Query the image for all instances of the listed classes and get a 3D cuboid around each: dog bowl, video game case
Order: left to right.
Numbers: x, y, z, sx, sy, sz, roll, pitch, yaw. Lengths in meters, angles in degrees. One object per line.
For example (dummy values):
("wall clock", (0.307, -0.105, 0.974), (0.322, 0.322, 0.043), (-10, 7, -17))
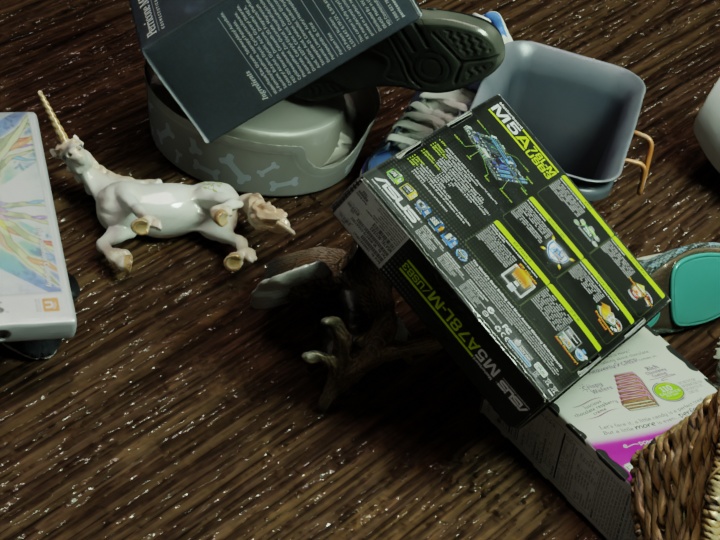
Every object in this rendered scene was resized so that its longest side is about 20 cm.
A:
("video game case", (-0.300, -0.031, 1.580), (0.181, 0.022, 0.201), (-3, 50, -18))
("dog bowl", (-0.084, -0.131, 1.888), (0.198, 0.059, 0.201), (9, 33, -6))

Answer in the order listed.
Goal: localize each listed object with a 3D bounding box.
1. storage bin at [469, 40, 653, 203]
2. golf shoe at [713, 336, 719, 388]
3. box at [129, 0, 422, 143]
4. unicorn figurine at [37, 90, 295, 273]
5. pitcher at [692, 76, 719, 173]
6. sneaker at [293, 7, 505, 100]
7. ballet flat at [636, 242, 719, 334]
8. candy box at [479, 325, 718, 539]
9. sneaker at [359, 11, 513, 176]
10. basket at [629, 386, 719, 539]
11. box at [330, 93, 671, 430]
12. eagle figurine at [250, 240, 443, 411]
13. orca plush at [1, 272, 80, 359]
("storage bin", (0.150, -0.070, 1.804), (0.144, 0.135, 0.200), (16, 33, 6))
("golf shoe", (0.346, 0.052, 1.719), (0.097, 0.079, 0.199), (17, 29, 42))
("box", (-0.073, -0.221, 1.787), (0.199, 0.107, 0.149), (-31, 37, 8))
("unicorn figurine", (-0.158, -0.051, 1.741), (0.198, 0.074, 0.138), (17, 20, -20))
("pitcher", (0.375, -0.086, 1.940), (0.199, 0.122, 0.172), (34, 52, 13))
("sneaker", (0.035, -0.196, 1.835), (0.198, 0.077, 0.115), (-4, 39, 35))
("ballet flat", (0.218, 0.016, 1.765), (0.199, 0.075, 0.074), (-15, 41, -41))
("candy box", (0.196, 0.119, 1.598), (0.135, 0.061, 0.200), (-12, 41, -32))
("sneaker", (0.065, -0.139, 1.868), (0.080, 0.147, 0.200), (23, 34, 17))
("basket", (0.288, 0.162, 1.436), (0.198, 0.149, 0.144), (13, 57, -22))
("box", (0.101, -0.011, 1.584), (0.200, 0.048, 0.193), (50, 37, 5))
("eagle figurine", (0.002, 0.005, 1.652), (0.150, 0.152, 0.201), (3, 45, 2))
("orca plush", (-0.253, -0.022, 1.652), (0.104, 0.072, 0.201), (5, 33, -12))
